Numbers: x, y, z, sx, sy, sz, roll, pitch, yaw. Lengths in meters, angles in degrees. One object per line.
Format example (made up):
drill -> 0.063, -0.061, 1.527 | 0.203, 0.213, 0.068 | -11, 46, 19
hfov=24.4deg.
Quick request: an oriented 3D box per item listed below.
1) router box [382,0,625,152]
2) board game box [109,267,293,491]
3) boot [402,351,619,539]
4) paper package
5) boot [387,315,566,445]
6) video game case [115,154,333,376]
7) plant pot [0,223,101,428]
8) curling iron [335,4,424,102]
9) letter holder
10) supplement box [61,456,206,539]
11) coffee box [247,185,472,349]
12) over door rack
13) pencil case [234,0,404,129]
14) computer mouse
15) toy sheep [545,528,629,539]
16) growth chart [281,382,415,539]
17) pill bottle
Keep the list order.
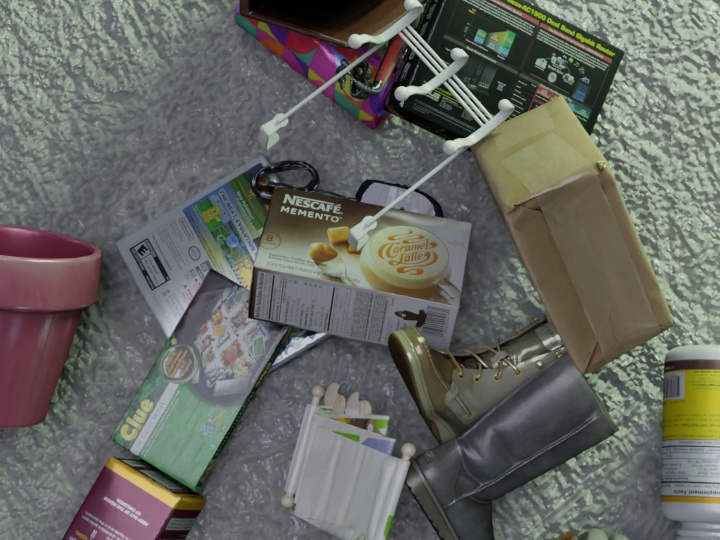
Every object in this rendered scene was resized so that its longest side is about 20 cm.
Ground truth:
router box -> 0.140, -0.187, 1.631 | 0.200, 0.062, 0.150 | 25, 86, -16
board game box -> -0.157, 0.109, 1.672 | 0.105, 0.023, 0.200 | 30, 87, 10
boot -> 0.154, 0.193, 1.583 | 0.200, 0.073, 0.182 | -33, 122, -5
paper package -> 0.191, -0.037, 1.530 | 0.103, 0.200, 0.191 | -25, 115, 4
boot -> 0.119, 0.087, 1.575 | 0.154, 0.200, 0.072 | -28, 52, 2
video game case -> -0.128, 0.011, 1.705 | 0.182, 0.022, 0.200 | -31, 78, 3
plant pot -> -0.367, 0.055, 1.659 | 0.199, 0.200, 0.180 | 11, 99, 10
curling iron -> 0.031, -0.235, 1.645 | 0.049, 0.026, 0.200 | 30, 51, 2
letter holder -> -0.005, -0.311, 1.627 | 0.142, 0.101, 0.200 | 22, 41, 21
supplement box -> -0.246, 0.290, 1.636 | 0.085, 0.110, 0.200 | 29, 87, 12
coffee box -> 0.000, 0.000, 1.622 | 0.199, 0.080, 0.115 | 12, 47, 2
over door rack -> 0.021, -0.137, 1.534 | 0.200, 0.067, 0.148 | -41, 77, 1
pencil case -> -0.033, -0.230, 1.694 | 0.200, 0.088, 0.088 | 36, 88, 12
computer mouse -> -0.013, -0.071, 1.689 | 0.199, 0.034, 0.059 | 15, 91, 7
toy sheep -> 0.240, 0.315, 1.551 | 0.200, 0.138, 0.138 | 34, 88, -2
growth chart -> -0.015, 0.191, 1.602 | 0.018, 0.200, 0.145 | 20, 91, -33
pill bottle -> 0.338, 0.174, 1.566 | 0.109, 0.109, 0.201 | 1, 82, 9
